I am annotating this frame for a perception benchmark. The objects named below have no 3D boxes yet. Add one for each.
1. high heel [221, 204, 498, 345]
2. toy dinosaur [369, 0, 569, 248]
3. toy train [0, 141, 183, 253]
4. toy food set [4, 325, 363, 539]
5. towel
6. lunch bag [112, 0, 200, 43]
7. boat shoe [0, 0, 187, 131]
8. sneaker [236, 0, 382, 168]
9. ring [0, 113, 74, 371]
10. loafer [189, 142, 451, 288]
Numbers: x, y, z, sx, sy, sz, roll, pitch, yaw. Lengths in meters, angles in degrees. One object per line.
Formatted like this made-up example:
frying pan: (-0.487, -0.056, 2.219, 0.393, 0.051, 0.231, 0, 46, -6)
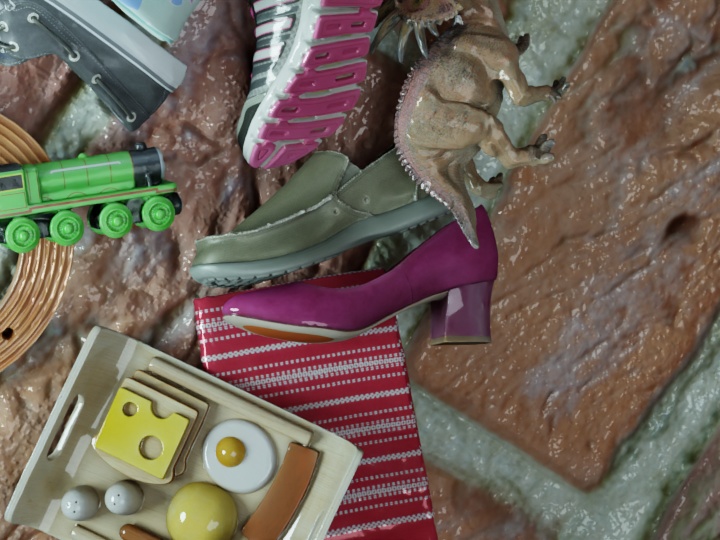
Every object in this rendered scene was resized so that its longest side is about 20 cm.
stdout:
high heel: (0.000, 0.000, 1.448, 0.199, 0.067, 0.097, 3, 82, -28)
toy dinosaur: (0.057, -0.120, 1.418, 0.135, 0.086, 0.201, 17, 82, -26)
toy train: (-0.208, -0.041, 1.351, 0.199, 0.042, 0.057, -10, 100, -22)
toy food set: (-0.116, 0.141, 1.408, 0.199, 0.060, 0.144, 25, 90, 7)
towel: (-0.031, 0.107, 1.469, 0.144, 0.022, 0.201, -9, 87, -20)
lunch bag: (-0.171, -0.219, 1.258, 0.200, 0.160, 0.077, 33, 93, -28)
boat shoe: (-0.198, -0.151, 1.326, 0.200, 0.070, 0.066, 34, 90, -36)
sneaker: (-0.042, -0.161, 1.390, 0.073, 0.087, 0.201, -11, 135, -38)
ring: (-0.279, -0.014, 1.359, 0.199, 0.019, 0.202, -8, 110, -22)
loafer: (-0.029, -0.042, 1.438, 0.199, 0.075, 0.070, -20, 92, -26)
